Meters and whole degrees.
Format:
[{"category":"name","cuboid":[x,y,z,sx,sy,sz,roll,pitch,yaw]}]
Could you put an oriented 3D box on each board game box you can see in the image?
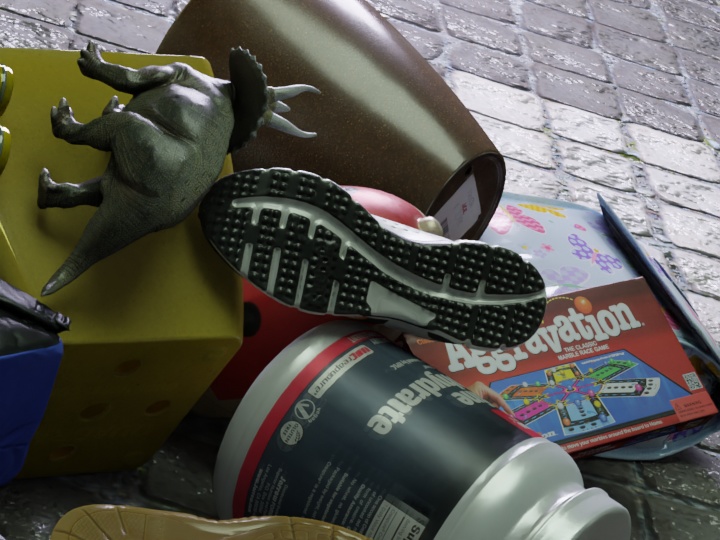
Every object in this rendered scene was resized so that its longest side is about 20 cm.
[{"category":"board game box","cuboid":[0.119,0.065,1.521,0.200,0.019,0.103,-12,64,-37]}]

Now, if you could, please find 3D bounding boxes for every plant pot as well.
[{"category":"plant pot","cuboid":[-0.176,0.007,1.406,0.200,0.200,0.176,-1,53,-39]},{"category":"plant pot","cuboid":[-0.012,-0.083,1.626,0.200,0.187,0.187,34,28,25]}]

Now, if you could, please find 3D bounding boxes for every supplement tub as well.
[{"category":"supplement tub","cuboid":[0.032,0.130,1.372,0.200,0.140,0.140,32,27,24]}]

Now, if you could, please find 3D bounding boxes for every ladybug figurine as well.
[{"category":"ladybug figurine","cuboid":[-0.046,0.010,1.489,0.072,0.200,0.136,53,13,-45]}]

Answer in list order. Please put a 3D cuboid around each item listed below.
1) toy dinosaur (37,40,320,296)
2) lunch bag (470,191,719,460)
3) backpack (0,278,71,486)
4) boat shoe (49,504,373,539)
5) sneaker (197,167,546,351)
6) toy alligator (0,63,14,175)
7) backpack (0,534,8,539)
[{"category":"toy dinosaur","cuboid":[-0.108,-0.064,1.309,0.102,0.077,0.200,11,40,21]},{"category":"lunch bag","cuboid":[0.150,0.033,1.683,0.200,0.127,0.170,10,32,-30]},{"category":"backpack","cuboid":[-0.283,0.044,1.270,0.200,0.168,0.162,40,26,29]},{"category":"boat shoe","cuboid":[-0.061,0.170,1.290,0.200,0.069,0.071,10,38,1]},{"category":"sneaker","cuboid":[0.000,0.000,1.397,0.200,0.074,0.080,21,-8,-14]},{"category":"toy alligator","cuboid":[-0.206,-0.112,1.298,0.059,0.054,0.200,16,53,-28]},{"category":"backpack","cuboid":[-0.176,0.218,1.023,0.183,0.147,0.200,29,22,17]}]
